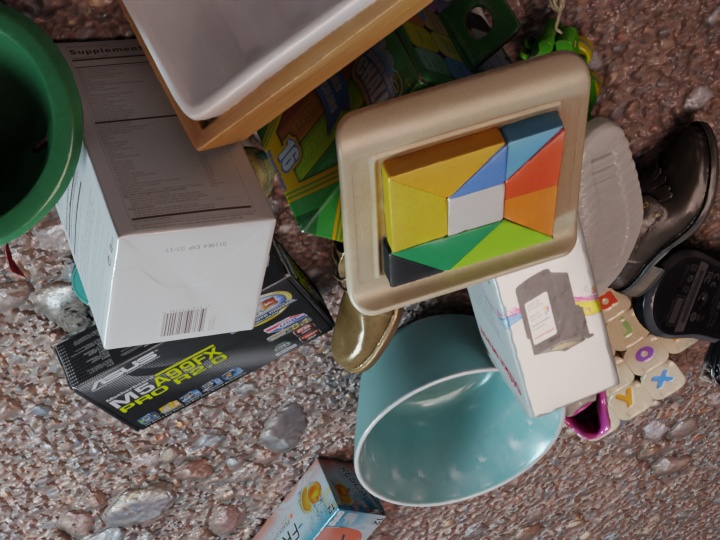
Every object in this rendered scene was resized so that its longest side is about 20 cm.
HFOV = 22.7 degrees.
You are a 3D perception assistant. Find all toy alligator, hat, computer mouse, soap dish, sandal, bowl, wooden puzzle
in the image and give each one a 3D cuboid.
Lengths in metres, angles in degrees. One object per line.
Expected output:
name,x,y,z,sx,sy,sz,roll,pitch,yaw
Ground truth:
toy alligator,0.151,-0.163,1.421,0.054,0.060,0.200,8,149,24
hat,-0.259,-0.103,1.281,0.200,0.166,0.176,-41,180,15
computer mouse,0.313,0.027,1.703,0.200,0.053,0.139,17,98,-46
soap dish,-0.056,-0.193,1.202,0.200,0.158,0.081,-35,156,13
sandal,0.194,-0.058,1.493,0.082,0.050,0.203,-33,143,-21
bowl,0.077,0.115,1.641,0.200,0.105,0.201,-12,141,-10
wooden puzzle,0.076,-0.054,1.279,0.184,0.037,0.201,-17,141,-9

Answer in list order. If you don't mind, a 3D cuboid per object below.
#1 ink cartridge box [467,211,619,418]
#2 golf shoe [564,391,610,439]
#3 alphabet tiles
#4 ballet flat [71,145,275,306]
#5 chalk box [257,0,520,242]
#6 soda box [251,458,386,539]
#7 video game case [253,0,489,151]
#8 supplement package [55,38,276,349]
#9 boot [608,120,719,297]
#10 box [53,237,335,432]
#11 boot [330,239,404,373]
ink cartridge box,0.132,-0.005,1.459,0.082,0.146,0.201,-21,119,-5
golf shoe,0.187,0.078,1.663,0.075,0.092,0.200,-28,130,8
alphabet tiles,0.236,0.090,1.766,0.200,0.015,0.196,-34,134,10
ballet flat,-0.142,-0.034,1.399,0.200,0.071,0.071,-36,141,27
chalk box,0.036,-0.125,1.306,0.124,0.125,0.200,13,127,-38
soda box,-0.060,0.278,1.783,0.063,0.069,0.200,13,127,-37
video game case,0.011,-0.143,1.388,0.199,0.024,0.182,-29,141,4
supplement package,-0.147,-0.060,1.257,0.113,0.200,0.110,-7,137,-21
boot,0.203,-0.055,1.558,0.173,0.069,0.201,11,122,-25
box,-0.132,0.055,1.482,0.199,0.044,0.160,-28,160,3
boot,0.000,0.000,1.479,0.075,0.074,0.201,-3,128,-33
